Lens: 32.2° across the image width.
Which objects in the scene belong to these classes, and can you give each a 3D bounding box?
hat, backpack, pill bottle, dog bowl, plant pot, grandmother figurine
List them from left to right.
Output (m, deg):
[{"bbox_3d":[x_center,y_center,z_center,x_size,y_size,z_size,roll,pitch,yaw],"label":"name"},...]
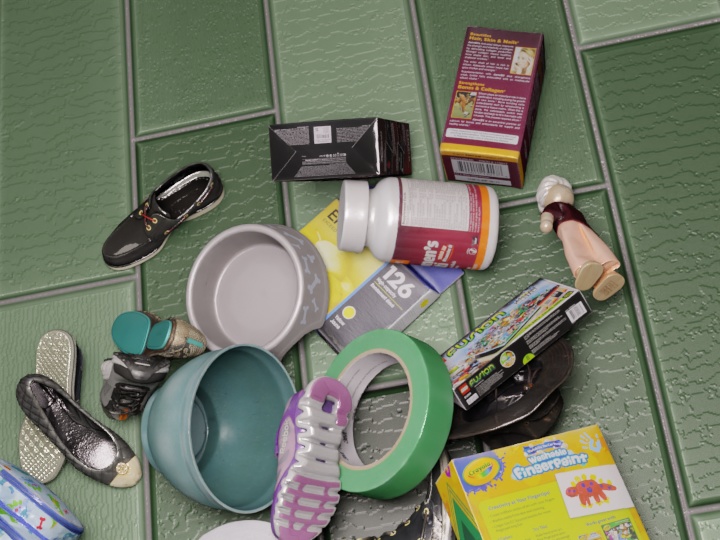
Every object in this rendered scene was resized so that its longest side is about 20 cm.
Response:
[{"bbox_3d":[-0.423,0.328,1.512,0.200,0.183,0.147,40,79,19],"label":"backpack"},{"bbox_3d":[-0.185,0.196,1.539,0.133,0.200,0.202,-8,60,38],"label":"plant pot"},{"bbox_3d":[-0.141,0.031,1.632,0.198,0.059,0.203,-5,77,23],"label":"dog bowl"},{"bbox_3d":[0.072,-0.062,1.609,0.197,0.110,0.111,4,65,-7],"label":"pill bottle"},{"bbox_3d":[0.185,0.168,1.517,0.199,0.081,0.201,-30,19,11],"label":"hat"},{"bbox_3d":[0.276,-0.050,1.597,0.060,0.121,0.201,-40,40,20],"label":"grandmother figurine"}]

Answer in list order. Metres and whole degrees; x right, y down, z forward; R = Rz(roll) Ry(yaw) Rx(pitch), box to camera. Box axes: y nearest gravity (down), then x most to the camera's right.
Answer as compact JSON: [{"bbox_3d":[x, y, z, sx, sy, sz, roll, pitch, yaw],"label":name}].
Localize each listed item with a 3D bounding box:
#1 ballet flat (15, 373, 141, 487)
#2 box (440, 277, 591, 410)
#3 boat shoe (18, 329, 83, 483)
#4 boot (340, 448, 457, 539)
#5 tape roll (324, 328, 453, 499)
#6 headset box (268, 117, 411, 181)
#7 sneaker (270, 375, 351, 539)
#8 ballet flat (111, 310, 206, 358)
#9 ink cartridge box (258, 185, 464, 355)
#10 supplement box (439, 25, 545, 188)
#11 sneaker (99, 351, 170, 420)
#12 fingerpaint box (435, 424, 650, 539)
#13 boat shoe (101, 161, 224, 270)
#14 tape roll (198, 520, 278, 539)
[{"bbox_3d":[-0.359,0.208,1.584,0.200,0.057,0.067,42,73,-11],"label":"ballet flat"},{"bbox_3d":[0.179,0.088,1.546,0.199,0.110,0.035,-37,107,-11],"label":"box"},{"bbox_3d":[-0.403,0.180,1.647,0.074,0.062,0.203,4,81,8],"label":"boat shoe"},{"bbox_3d":[0.042,0.314,1.490,0.152,0.074,0.206,-4,63,12],"label":"boot"},{"bbox_3d":[0.024,0.173,1.514,0.199,0.048,0.203,-22,57,39],"label":"tape roll"},{"bbox_3d":[-0.020,-0.159,1.659,0.147,0.200,0.076,-2,94,15],"label":"headset box"},{"bbox_3d":[-0.071,0.229,1.502,0.088,0.080,0.202,-13,60,53],"label":"sneaker"},{"bbox_3d":[-0.260,0.093,1.638,0.199,0.075,0.069,0,70,57],"label":"ballet flat"},{"bbox_3d":[0.000,0.000,1.660,0.200,0.047,0.198,-43,64,-7],"label":"ink cartridge box"},{"bbox_3d":[0.183,-0.224,1.704,0.109,0.086,0.202,8,67,15],"label":"supplement box"},{"bbox_3d":[-0.289,0.148,1.580,0.073,0.200,0.080,12,75,-16],"label":"sneaker"},{"bbox_3d":[0.209,0.284,1.431,0.198,0.074,0.168,-10,61,-22],"label":"fingerpaint box"},{"bbox_3d":[-0.283,-0.079,1.744,0.201,0.063,0.074,-37,66,-5],"label":"boat shoe"},{"bbox_3d":[-0.131,0.403,1.484,0.198,0.066,0.203,-4,64,9],"label":"tape roll"}]
